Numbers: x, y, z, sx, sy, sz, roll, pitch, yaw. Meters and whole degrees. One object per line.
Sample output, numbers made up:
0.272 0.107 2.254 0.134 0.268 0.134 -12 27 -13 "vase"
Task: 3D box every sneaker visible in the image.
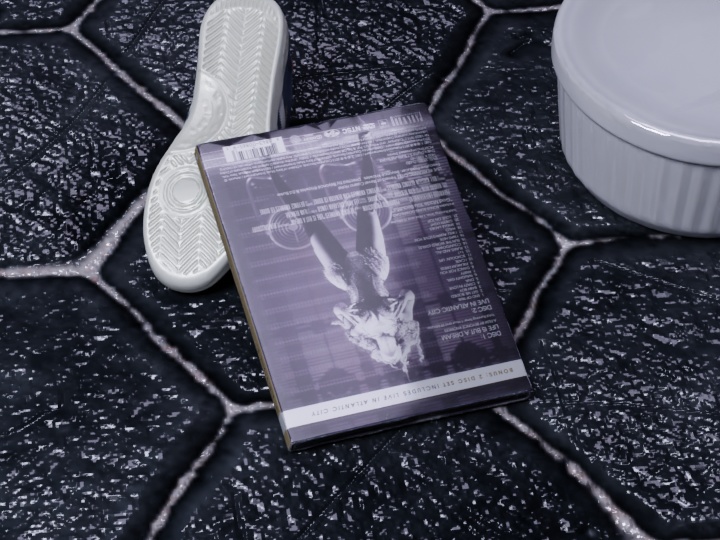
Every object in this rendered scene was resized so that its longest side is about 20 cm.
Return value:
-0.080 -0.068 1.432 0.074 0.085 0.201 11 66 11 "sneaker"

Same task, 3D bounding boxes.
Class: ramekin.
0.216 -0.106 1.471 0.201 0.095 0.203 2 41 -2 "ramekin"

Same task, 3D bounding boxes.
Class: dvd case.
0.000 0.000 1.347 0.148 0.016 0.201 -11 63 -17 "dvd case"
